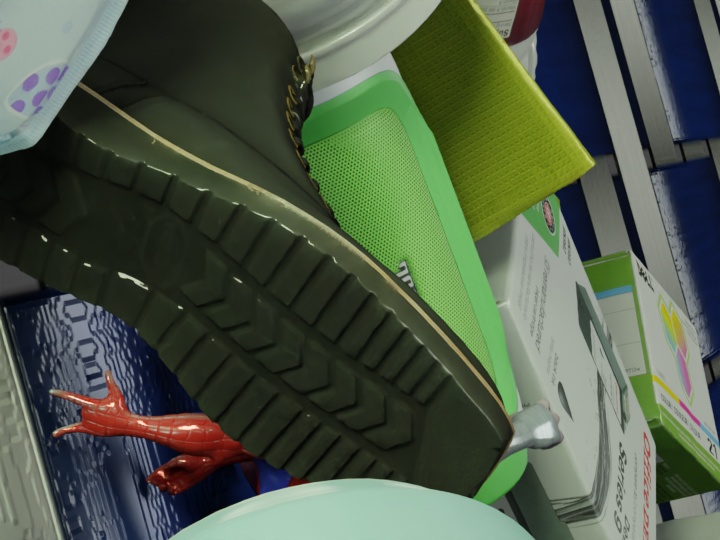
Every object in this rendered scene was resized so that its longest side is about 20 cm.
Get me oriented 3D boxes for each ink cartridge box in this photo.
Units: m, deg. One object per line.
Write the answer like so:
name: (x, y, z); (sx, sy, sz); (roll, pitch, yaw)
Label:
ink cartridge box: (0.068, 0.060, 1.173); (0.146, 0.084, 0.201); (-80, 150, -54)
ink cartridge box: (0.137, 0.019, 1.441); (0.148, 0.075, 0.201); (40, 39, -62)

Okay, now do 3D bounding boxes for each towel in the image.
towel: (0.003, -0.100, 1.016); (0.200, 0.086, 0.018); (53, 35, -9)

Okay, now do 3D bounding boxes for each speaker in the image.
speaker: (0.000, 0.000, 1.008); (0.089, 0.088, 0.201); (-65, 136, -65)

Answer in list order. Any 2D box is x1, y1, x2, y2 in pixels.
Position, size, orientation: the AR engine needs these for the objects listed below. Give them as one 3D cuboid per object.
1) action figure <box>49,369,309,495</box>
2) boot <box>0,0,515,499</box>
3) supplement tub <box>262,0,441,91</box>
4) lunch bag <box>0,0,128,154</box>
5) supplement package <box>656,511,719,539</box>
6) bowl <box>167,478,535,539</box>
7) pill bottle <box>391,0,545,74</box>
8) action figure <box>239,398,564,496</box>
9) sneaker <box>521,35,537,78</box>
action figure: (-0.046, 0.095, 0.837); (0.065, 0.098, 0.201); (-54, 149, -72)
boot: (-0.021, -0.024, 0.785); (0.200, 0.078, 0.138); (38, 36, 4)
supplement tub: (-0.055, -0.169, 0.882); (0.145, 0.144, 0.200); (-89, 156, -43)
lunch bag: (-0.127, -0.144, 0.672); (0.170, 0.127, 0.201); (39, 45, -59)
supplement package: (0.195, 0.241, 1.352); (0.120, 0.121, 0.201); (-81, 150, -53)
bowl: (-0.007, 0.133, 0.715); (0.201, 0.200, 0.105); (51, 16, -52)
pill bottle: (0.030, -0.146, 1.059); (0.110, 0.109, 0.201); (-74, 179, -60)
action figure: (-0.011, 0.093, 0.915); (0.149, 0.134, 0.201); (-45, 122, -37)
sneaker: (0.033, -0.142, 1.242); (0.099, 0.078, 0.201); (-11, 114, -38)
